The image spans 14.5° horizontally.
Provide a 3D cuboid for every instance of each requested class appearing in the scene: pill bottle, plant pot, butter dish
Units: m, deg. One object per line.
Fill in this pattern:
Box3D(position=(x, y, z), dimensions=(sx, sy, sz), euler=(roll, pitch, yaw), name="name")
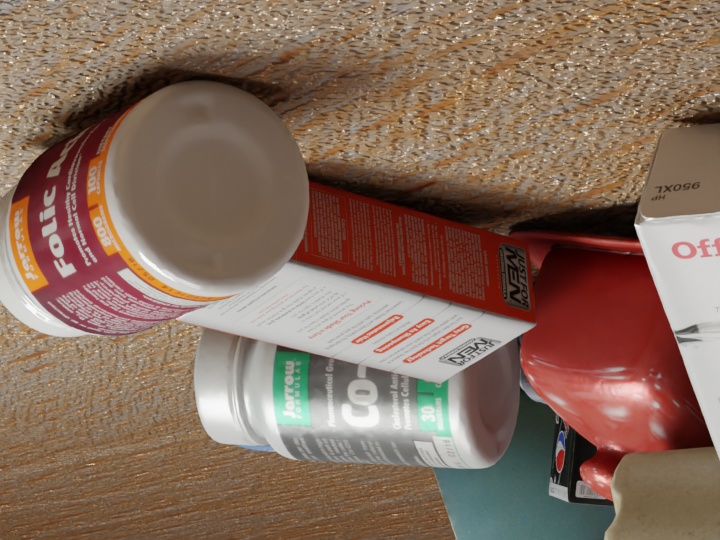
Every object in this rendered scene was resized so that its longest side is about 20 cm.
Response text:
Box3D(position=(-0.002, 0.074, 1.901), dimensions=(0.200, 0.113, 0.113), euler=(1, 169, 23), name="pill bottle")
Box3D(position=(-0.121, -0.027, 1.519), dimensions=(0.114, 0.114, 0.200), euler=(7, 166, -28), name="pill bottle")
Box3D(position=(0.139, 0.178, 2.336), dimensions=(0.135, 0.200, 0.200), euler=(-19, 166, 3), name="plant pot")
Box3D(position=(0.183, 0.075, 1.744), dimensions=(0.199, 0.148, 0.200), euler=(39, 161, -33), name="butter dish")
Box3D(position=(0.238, 0.176, 1.635), dimensions=(0.183, 0.200, 0.200), euler=(1, 168, 14), name="plant pot")

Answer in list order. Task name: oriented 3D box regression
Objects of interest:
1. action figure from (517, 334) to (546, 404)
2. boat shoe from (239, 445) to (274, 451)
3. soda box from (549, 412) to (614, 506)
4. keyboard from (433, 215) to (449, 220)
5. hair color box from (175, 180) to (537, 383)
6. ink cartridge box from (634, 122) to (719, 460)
Box3D(position=(0.188, 0.062, 1.954), dimensions=(0.200, 0.105, 0.193), euler=(-6, 176, 33), name="action figure")
Box3D(position=(-0.049, 0.091, 2.178), dimensions=(0.200, 0.072, 0.072), euler=(-18, 160, 39), name="boat shoe")
Box3D(position=(0.230, 0.130, 1.886), dimensions=(0.200, 0.063, 0.071), euler=(6, 179, -7), name="soda box")
Box3D(position=(0.000, 0.000, 1.814), dimensions=(0.104, 0.040, 0.200), euler=(6, 168, -19), name="keyboard")
Box3D(position=(-0.003, 0.006, 1.705), dimensions=(0.200, 0.061, 0.102), euler=(16, 147, -33), name="hair color box")
Box3D(position=(0.247, 0.015, 1.523), dimensions=(0.145, 0.084, 0.200), euler=(-6, 129, 23), name="ink cartridge box")
